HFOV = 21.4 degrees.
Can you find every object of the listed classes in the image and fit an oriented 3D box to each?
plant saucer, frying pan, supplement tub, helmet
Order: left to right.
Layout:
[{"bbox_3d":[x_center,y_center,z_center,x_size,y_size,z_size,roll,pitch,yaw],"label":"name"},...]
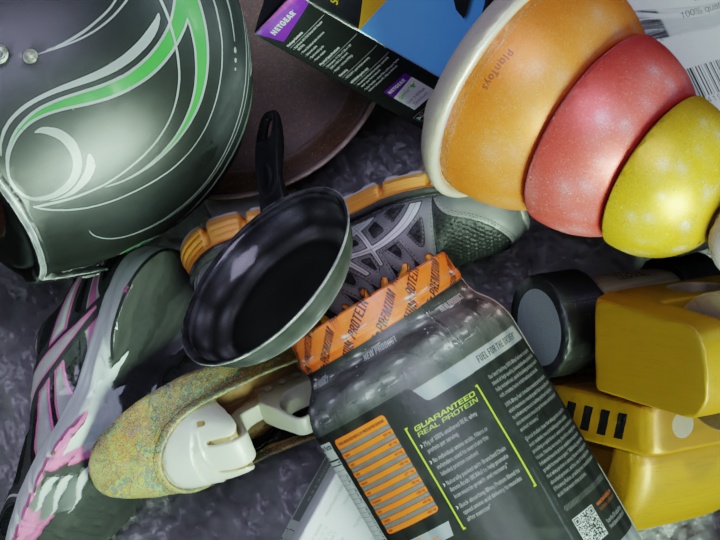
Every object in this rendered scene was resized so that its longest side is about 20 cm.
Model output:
[{"bbox_3d":[-0.152,-0.112,1.034,0.190,0.200,0.200,-41,73,-20],"label":"helmet"},{"bbox_3d":[-0.076,-0.133,1.147,0.198,0.037,0.202,-2,73,6],"label":"plant saucer"},{"bbox_3d":[-0.056,-0.009,1.019,0.115,0.190,0.031,-44,118,5],"label":"frying pan"},{"bbox_3d":[0.054,0.100,0.992,0.122,0.123,0.201,-30,89,-2],"label":"supplement tub"}]

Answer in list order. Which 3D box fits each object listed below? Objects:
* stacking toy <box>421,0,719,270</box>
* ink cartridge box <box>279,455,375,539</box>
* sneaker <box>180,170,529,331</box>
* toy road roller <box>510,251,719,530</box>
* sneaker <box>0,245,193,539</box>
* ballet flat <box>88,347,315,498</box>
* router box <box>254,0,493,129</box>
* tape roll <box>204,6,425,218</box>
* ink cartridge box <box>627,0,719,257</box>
[{"bbox_3d":[0.142,-0.052,0.968,0.200,0.146,0.146,40,82,23],"label":"stacking toy"},{"bbox_3d":[0.038,0.206,1.067,0.199,0.047,0.161,32,79,-11],"label":"ink cartridge box"},{"bbox_3d":[0.000,0.000,1.074,0.198,0.078,0.078,-13,64,6],"label":"sneaker"},{"bbox_3d":[0.178,0.073,1.023,0.122,0.200,0.147,-8,99,-30],"label":"toy road roller"},{"bbox_3d":[-0.162,0.074,1.125,0.086,0.080,0.201,23,86,46],"label":"sneaker"},{"bbox_3d":[-0.058,0.082,1.084,0.199,0.071,0.071,-24,72,-15],"label":"ballet flat"},{"bbox_3d":[0.029,-0.185,1.109,0.148,0.051,0.201,27,51,-21],"label":"router box"},{"bbox_3d":[-0.005,-0.080,1.161,0.201,0.037,0.205,-2,74,6],"label":"tape roll"},{"bbox_3d":[0.209,-0.129,1.078,0.145,0.086,0.201,-16,69,-18],"label":"ink cartridge box"}]
